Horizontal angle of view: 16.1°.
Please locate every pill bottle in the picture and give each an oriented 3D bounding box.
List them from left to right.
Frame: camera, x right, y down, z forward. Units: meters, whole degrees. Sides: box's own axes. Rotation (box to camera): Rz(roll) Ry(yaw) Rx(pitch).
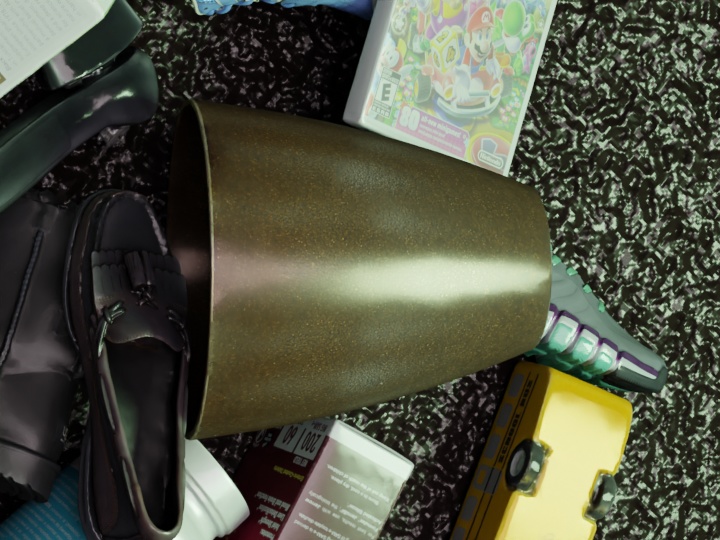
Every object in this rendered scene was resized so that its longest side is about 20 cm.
[{"bbox_3d":[-0.158,0.176,1.429,0.200,0.111,0.111,-41,106,-14],"label":"pill bottle"}]

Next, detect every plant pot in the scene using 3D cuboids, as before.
[{"bbox_3d":[0.000,0.000,1.424,0.198,0.187,0.189,0,93,-12],"label":"plant pot"}]

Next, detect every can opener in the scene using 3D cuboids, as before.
[{"bbox_3d":[-0.182,-0.073,1.403,0.079,0.063,0.200,51,54,-12],"label":"can opener"}]

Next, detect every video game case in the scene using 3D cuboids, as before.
[{"bbox_3d":[0.065,-0.163,1.479,0.143,0.018,0.202,20,84,-49],"label":"video game case"}]

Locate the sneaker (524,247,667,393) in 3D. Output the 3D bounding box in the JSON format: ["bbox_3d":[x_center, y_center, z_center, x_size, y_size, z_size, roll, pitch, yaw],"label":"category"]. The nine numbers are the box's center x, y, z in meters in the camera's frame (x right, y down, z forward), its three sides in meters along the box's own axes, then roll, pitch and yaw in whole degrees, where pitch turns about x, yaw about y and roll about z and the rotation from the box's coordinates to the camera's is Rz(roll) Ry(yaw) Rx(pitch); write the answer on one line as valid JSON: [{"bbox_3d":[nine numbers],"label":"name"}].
[{"bbox_3d":[0.112,0.006,1.545,0.199,0.074,0.088,25,79,-20],"label":"sneaker"}]

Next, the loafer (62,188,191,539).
[{"bbox_3d":[-0.116,0.053,1.363,0.071,0.063,0.202,2,82,-30],"label":"loafer"}]

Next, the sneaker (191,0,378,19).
[{"bbox_3d":[-0.067,-0.180,1.426,0.199,0.076,0.077,21,106,-31],"label":"sneaker"}]

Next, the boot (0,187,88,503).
[{"bbox_3d":[-0.226,0.026,1.413,0.197,0.073,0.164,19,72,0],"label":"boot"}]

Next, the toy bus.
[{"bbox_3d":[0.097,0.160,1.543,0.065,0.078,0.201,23,85,-21],"label":"toy bus"}]

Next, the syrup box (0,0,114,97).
[{"bbox_3d":[-0.227,-0.119,1.355,0.199,0.079,0.082,-34,104,16],"label":"syrup box"}]

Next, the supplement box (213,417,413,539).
[{"bbox_3d":[-0.056,0.182,1.470,0.061,0.109,0.201,29,82,-21],"label":"supplement box"}]
